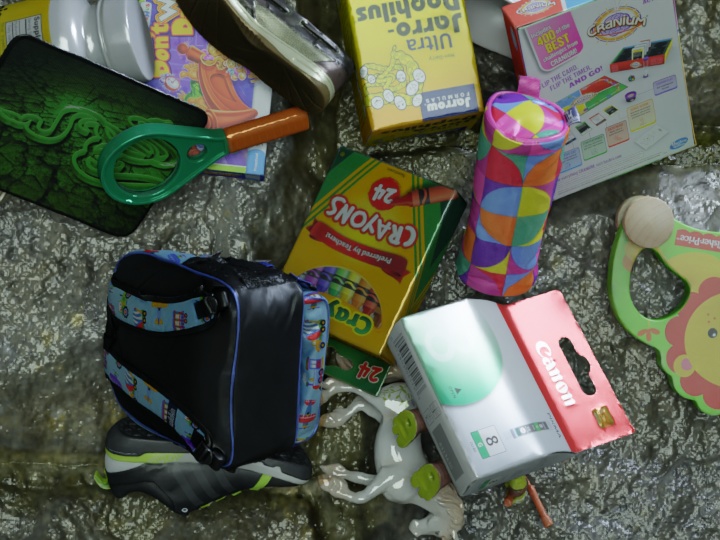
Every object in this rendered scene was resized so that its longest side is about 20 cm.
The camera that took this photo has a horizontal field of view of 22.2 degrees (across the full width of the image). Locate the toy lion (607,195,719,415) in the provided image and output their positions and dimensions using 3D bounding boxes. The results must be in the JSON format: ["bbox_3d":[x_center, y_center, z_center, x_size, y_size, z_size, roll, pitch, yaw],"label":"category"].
[{"bbox_3d":[0.328,0.037,1.735,0.199,0.069,0.193,10,93,-2],"label":"toy lion"}]

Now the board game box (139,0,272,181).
[{"bbox_3d":[-0.147,-0.192,1.729,0.133,0.045,0.201,5,86,-3],"label":"board game box"}]

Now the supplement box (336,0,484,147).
[{"bbox_3d":[0.040,-0.228,1.709,0.108,0.110,0.201,-11,87,-4],"label":"supplement box"}]

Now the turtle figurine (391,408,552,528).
[{"bbox_3d":[0.114,0.155,1.676,0.161,0.064,0.201,-17,93,-37],"label":"turtle figurine"}]

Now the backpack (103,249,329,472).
[{"bbox_3d":[-0.140,0.068,1.654,0.134,0.199,0.184,-10,110,-41],"label":"backpack"}]

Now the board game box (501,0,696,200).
[{"bbox_3d":[0.222,-0.176,1.689,0.152,0.040,0.201,-20,129,-5],"label":"board game box"}]

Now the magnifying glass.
[{"bbox_3d":[-0.143,-0.113,1.675,0.199,0.080,0.022,-16,43,-11],"label":"magnifying glass"}]

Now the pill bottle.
[{"bbox_3d":[-0.293,-0.191,1.670,0.199,0.111,0.112,-11,86,8],"label":"pill bottle"}]

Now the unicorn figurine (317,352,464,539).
[{"bbox_3d":[0.028,0.175,1.697,0.136,0.074,0.202,0,86,-3],"label":"unicorn figurine"}]

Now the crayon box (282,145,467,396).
[{"bbox_3d":[0.000,0.000,1.696,0.126,0.051,0.201,21,82,21],"label":"crayon box"}]

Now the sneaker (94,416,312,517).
[{"bbox_3d":[-0.145,0.187,1.703,0.199,0.072,0.083,8,110,-2],"label":"sneaker"}]

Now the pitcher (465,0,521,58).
[{"bbox_3d":[0.163,-0.317,1.687,0.121,0.172,0.201,26,77,16],"label":"pitcher"}]

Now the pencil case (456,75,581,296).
[{"bbox_3d":[0.138,-0.071,1.671,0.088,0.089,0.201,8,130,-2],"label":"pencil case"}]

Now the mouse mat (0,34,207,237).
[{"bbox_3d":[-0.257,-0.118,1.655,0.199,0.008,0.161,21,121,-29],"label":"mouse mat"}]

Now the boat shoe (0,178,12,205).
[{"bbox_3d":[-0.382,-0.051,1.696,0.072,0.065,0.200,44,85,1],"label":"boat shoe"}]

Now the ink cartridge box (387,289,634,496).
[{"bbox_3d":[0.142,0.097,1.649,0.199,0.050,0.162,-16,68,-27],"label":"ink cartridge box"}]

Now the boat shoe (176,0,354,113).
[{"bbox_3d":[-0.092,-0.225,1.682,0.200,0.073,0.065,43,59,8],"label":"boat shoe"}]
